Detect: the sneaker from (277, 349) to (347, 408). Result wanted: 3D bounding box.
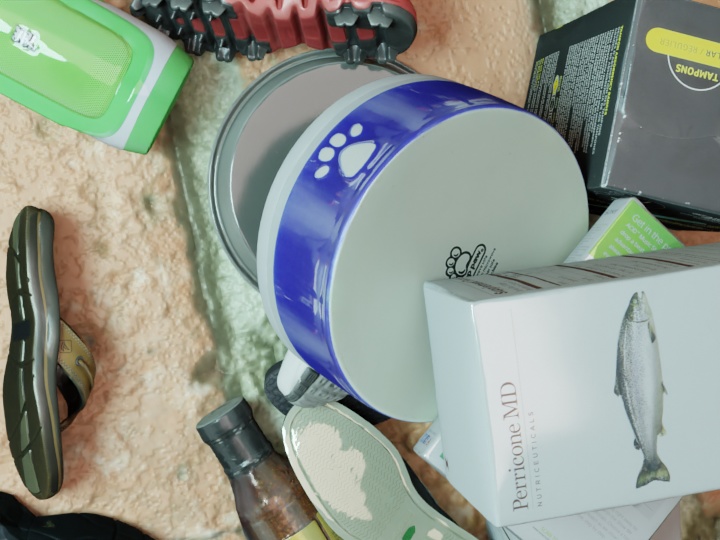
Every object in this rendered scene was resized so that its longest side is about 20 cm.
[{"bbox_3d":[0.000,0.000,0.825,0.201,0.087,0.074,-59,144,-3],"label":"sneaker"}]

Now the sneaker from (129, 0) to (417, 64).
[{"bbox_3d":[-0.058,-0.199,0.846,0.199,0.071,0.098,3,67,5],"label":"sneaker"}]

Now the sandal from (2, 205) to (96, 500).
[{"bbox_3d":[-0.211,0.056,0.838,0.054,0.082,0.201,0,86,-32],"label":"sandal"}]

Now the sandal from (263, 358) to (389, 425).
[{"bbox_3d":[0.029,0.066,0.879,0.199,0.045,0.075,-12,130,-3],"label":"sandal"}]

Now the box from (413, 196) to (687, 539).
[{"bbox_3d":[0.149,0.077,0.734,0.144,0.036,0.200,41,86,-8],"label":"box"}]

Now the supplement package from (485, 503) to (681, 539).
[{"bbox_3d":[0.147,0.139,0.842,0.113,0.110,0.201,-15,118,-8],"label":"supplement package"}]

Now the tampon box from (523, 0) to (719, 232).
[{"bbox_3d":[0.207,-0.100,0.829,0.149,0.200,0.127,11,91,-11],"label":"tampon box"}]

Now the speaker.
[{"bbox_3d":[-0.216,-0.156,0.812,0.199,0.088,0.089,28,88,-10],"label":"speaker"}]

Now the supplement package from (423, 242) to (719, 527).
[{"bbox_3d":[0.146,0.054,0.655,0.199,0.117,0.118,-8,95,-9],"label":"supplement package"}]

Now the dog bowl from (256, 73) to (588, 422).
[{"bbox_3d":[0.041,-0.013,0.737,0.199,0.079,0.201,-16,118,-31],"label":"dog bowl"}]

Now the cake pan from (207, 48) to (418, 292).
[{"bbox_3d":[-0.009,-0.061,0.876,0.199,0.037,0.201,0,93,-10],"label":"cake pan"}]

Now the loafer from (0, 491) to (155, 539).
[{"bbox_3d":[-0.213,0.208,0.842,0.199,0.073,0.073,17,99,-1],"label":"loafer"}]

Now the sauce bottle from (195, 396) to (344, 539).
[{"bbox_3d":[-0.048,0.183,0.868,0.066,0.066,0.201,-30,96,-7],"label":"sauce bottle"}]

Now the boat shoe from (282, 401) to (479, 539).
[{"bbox_3d":[0.013,0.168,0.872,0.072,0.068,0.200,-46,103,-11],"label":"boat shoe"}]
